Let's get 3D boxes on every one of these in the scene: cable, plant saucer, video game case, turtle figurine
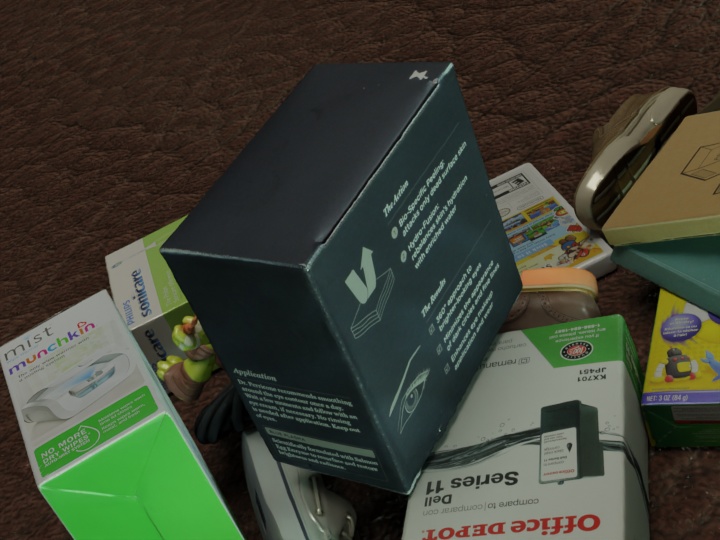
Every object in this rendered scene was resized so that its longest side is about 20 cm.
[{"bbox_3d":[-0.066,0.079,0.902,0.200,0.051,0.163,-47,2,33],"label":"cable"},{"bbox_3d":[0.266,0.000,0.826,0.070,0.019,0.200,-35,34,-13],"label":"plant saucer"},{"bbox_3d":[0.101,-0.010,1.023,0.199,0.023,0.182,-25,34,-3],"label":"video game case"},{"bbox_3d":[-0.088,0.019,0.860,0.064,0.162,0.201,30,41,-3],"label":"turtle figurine"}]

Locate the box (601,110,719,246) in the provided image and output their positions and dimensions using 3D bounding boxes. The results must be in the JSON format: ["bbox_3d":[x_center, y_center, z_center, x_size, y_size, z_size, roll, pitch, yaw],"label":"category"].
[{"bbox_3d":[0.298,-0.082,0.852,0.199,0.021,0.164,-7,33,50],"label":"box"}]

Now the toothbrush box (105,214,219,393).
[{"bbox_3d":[-0.128,0.007,1.080,0.199,0.087,0.146,-26,34,-4],"label":"toothbrush box"}]

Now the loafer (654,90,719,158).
[{"bbox_3d":[0.328,-0.115,0.988,0.200,0.068,0.076,-48,29,-4],"label":"loafer"}]

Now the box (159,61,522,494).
[{"bbox_3d":[0.000,0.000,0.756,0.117,0.201,0.197,7,46,33],"label":"box"}]

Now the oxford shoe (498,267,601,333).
[{"bbox_3d":[0.090,0.048,0.894,0.198,0.071,0.073,-9,59,8],"label":"oxford shoe"}]

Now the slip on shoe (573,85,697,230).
[{"bbox_3d":[0.232,-0.104,1.018,0.060,0.076,0.200,14,47,36],"label":"slip on shoe"}]

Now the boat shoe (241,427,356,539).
[{"bbox_3d":[-0.034,0.183,0.808,0.065,0.073,0.200,-8,32,-15],"label":"boat shoe"}]

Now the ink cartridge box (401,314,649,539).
[{"bbox_3d":[0.114,0.135,0.763,0.145,0.083,0.201,-11,37,20],"label":"ink cartridge box"}]

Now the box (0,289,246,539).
[{"bbox_3d":[-0.160,0.147,0.811,0.096,0.201,0.177,-29,33,-10],"label":"box"}]

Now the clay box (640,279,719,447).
[{"bbox_3d":[0.274,0.038,0.829,0.114,0.048,0.201,-5,39,26],"label":"clay box"}]
